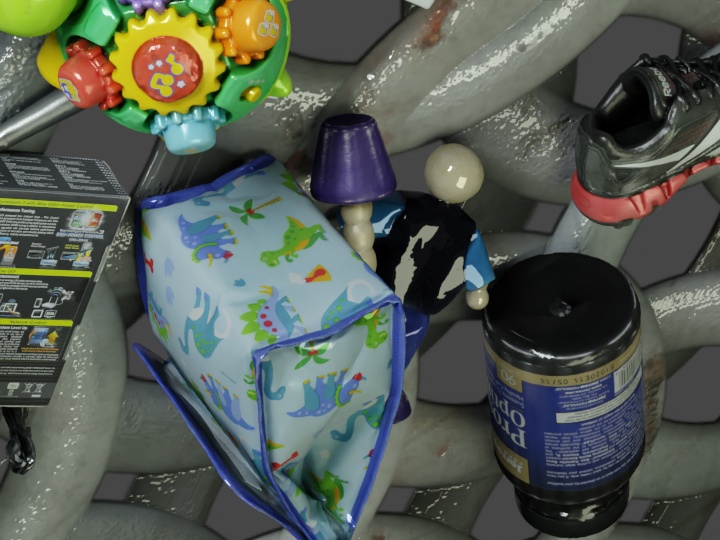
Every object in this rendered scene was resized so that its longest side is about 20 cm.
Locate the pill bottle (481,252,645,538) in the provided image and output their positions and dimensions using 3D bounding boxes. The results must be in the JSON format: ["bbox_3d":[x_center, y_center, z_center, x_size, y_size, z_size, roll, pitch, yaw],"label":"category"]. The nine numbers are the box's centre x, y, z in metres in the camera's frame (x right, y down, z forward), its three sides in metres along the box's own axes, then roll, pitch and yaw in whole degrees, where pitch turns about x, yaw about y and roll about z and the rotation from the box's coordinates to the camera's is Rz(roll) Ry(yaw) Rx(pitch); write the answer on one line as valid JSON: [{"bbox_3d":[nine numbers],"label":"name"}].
[{"bbox_3d":[0.147,0.094,1.850,0.111,0.112,0.201,-24,135,-17],"label":"pill bottle"}]

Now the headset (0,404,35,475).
[{"bbox_3d":[-0.299,0.117,1.592,0.199,0.094,0.124,-6,140,-10],"label":"headset"}]

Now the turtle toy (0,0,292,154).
[{"bbox_3d":[-0.126,-0.140,1.445,0.199,0.101,0.146,25,116,-15],"label":"turtle toy"}]

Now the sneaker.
[{"bbox_3d":[0.227,-0.112,1.762,0.200,0.071,0.098,-30,139,-9],"label":"sneaker"}]

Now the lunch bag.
[{"bbox_3d":[-0.060,0.060,1.631,0.127,0.170,0.201,-21,137,-19],"label":"lunch bag"}]

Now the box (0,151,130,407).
[{"bbox_3d":[-0.253,0.005,1.541,0.199,0.044,0.161,2,123,-37],"label":"box"}]

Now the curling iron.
[{"bbox_3d":[-0.131,-0.115,1.538,0.199,0.026,0.050,-27,133,-13],"label":"curling iron"}]

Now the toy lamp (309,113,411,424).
[{"bbox_3d":[0.000,0.000,1.669,0.058,0.058,0.201,-14,108,-26],"label":"toy lamp"}]

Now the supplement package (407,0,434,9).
[{"bbox_3d":[-0.028,-0.243,1.439,0.200,0.114,0.110,18,113,-42],"label":"supplement package"}]

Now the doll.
[{"bbox_3d":[0.020,0.003,1.728,0.136,0.049,0.200,25,109,-22],"label":"doll"}]
